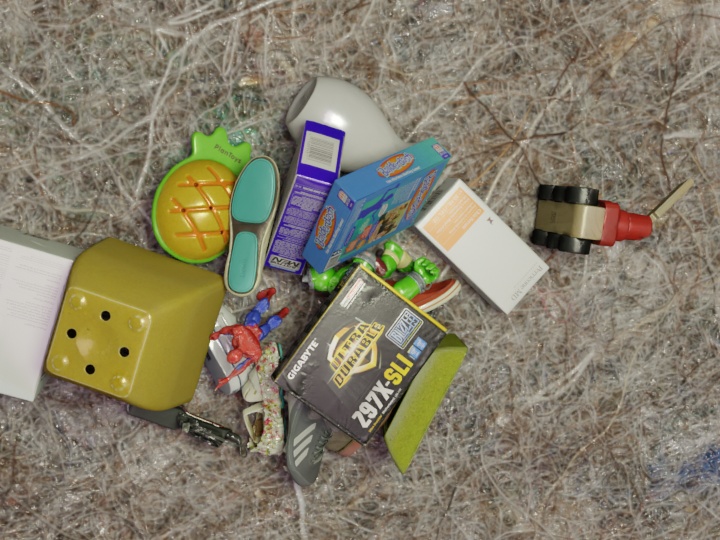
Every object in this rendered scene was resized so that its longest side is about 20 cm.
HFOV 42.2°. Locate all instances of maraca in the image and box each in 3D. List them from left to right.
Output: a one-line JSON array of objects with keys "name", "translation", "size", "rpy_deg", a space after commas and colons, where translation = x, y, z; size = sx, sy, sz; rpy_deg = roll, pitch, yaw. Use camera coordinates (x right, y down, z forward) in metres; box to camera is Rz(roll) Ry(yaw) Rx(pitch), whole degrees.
[{"name": "maraca", "translation": [-0.222, -0.108, 1.345], "size": [0.137, 0.107, 0.201], "rpy_deg": [29, 78, -28]}]

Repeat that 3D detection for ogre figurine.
[{"name": "ogre figurine", "translation": [0.000, 0.000, 1.363], "size": [0.200, 0.098, 0.120], "rpy_deg": [35, 61, -2]}]

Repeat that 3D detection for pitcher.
[{"name": "pitcher", "translation": [-0.021, -0.174, 1.368], "size": [0.200, 0.121, 0.172], "rpy_deg": [32, 102, -22]}]

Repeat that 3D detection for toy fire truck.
[{"name": "toy fire truck", "translation": [0.380, -0.086, 1.402], "size": [0.199, 0.176, 0.129], "rpy_deg": [6, 95, -10]}]

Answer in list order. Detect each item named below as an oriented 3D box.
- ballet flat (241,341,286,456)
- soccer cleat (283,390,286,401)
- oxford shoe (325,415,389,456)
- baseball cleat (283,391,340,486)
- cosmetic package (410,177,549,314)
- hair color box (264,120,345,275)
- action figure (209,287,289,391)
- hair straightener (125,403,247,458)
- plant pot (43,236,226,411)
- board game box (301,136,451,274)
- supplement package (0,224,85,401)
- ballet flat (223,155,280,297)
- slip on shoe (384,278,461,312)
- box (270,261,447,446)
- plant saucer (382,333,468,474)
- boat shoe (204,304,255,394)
[{"name": "ballet flat", "translation": [-0.143, 0.198, 1.380], "size": [0.064, 0.076, 0.201], "rpy_deg": [-7, 119, -13]}, {"name": "soccer cleat", "translation": [-0.028, 0.159, 1.424], "size": [0.199, 0.070, 0.086], "rpy_deg": [-26, 141, 10]}, {"name": "oxford shoe", "translation": [-0.008, 0.204, 1.390], "size": [0.074, 0.071, 0.200], "rpy_deg": [20, 121, -23]}, {"name": "baseball cleat", "translation": [-0.062, 0.238, 1.359], "size": [0.106, 0.070, 0.201], "rpy_deg": [10, 118, 27]}, {"name": "cosmetic package", "translation": [0.179, -0.038, 1.430], "size": [0.200, 0.071, 0.101], "rpy_deg": [42, 89, -11]}, {"name": "hair color box", "translation": [-0.080, -0.098, 1.310], "size": [0.065, 0.200, 0.110], "rpy_deg": [16, 50, -11]}, {"name": "action figure", "translation": [-0.172, 0.098, 1.338], "size": [0.099, 0.200, 0.065], "rpy_deg": [-32, 100, 17]}, {"name": "hair straightener", "translation": [-0.257, 0.237, 1.392], "size": [0.200, 0.077, 0.041], "rpy_deg": [29, 95, -12]}, {"name": "plant pot", "translation": [-0.316, 0.080, 1.253], "size": [0.193, 0.200, 0.196], "rpy_deg": [19, 96, 4]}, {"name": "board game box", "translation": [0.023, -0.091, 1.286], "size": [0.200, 0.152, 0.045], "rpy_deg": [-28, 67, -40]}, {"name": "supplement package", "translation": [-0.489, 0.052, 1.297], "size": [0.151, 0.151, 0.201], "rpy_deg": [17, 94, -11]}, {"name": "ballet flat", "translation": [-0.153, -0.062, 1.319], "size": [0.069, 0.069, 0.201], "rpy_deg": [13, 92, -10]}, {"name": "slip on shoe", "translation": [0.057, 0.042, 1.423], "size": [0.199, 0.074, 0.061], "rpy_deg": [-15, 96, -2]}, {"name": "box", "translation": [-0.001, 0.115, 1.285], "size": [0.160, 0.049, 0.200], "rpy_deg": [38, 87, -13]}, {"name": "plant saucer", "translation": [0.084, 0.182, 1.381], "size": [0.048, 0.200, 0.200], "rpy_deg": [27, 92, 0]}, {"name": "boat shoe", "translation": [-0.216, 0.084, 1.392], "size": [0.065, 0.073, 0.201], "rpy_deg": [-27, 97, -32]}]
